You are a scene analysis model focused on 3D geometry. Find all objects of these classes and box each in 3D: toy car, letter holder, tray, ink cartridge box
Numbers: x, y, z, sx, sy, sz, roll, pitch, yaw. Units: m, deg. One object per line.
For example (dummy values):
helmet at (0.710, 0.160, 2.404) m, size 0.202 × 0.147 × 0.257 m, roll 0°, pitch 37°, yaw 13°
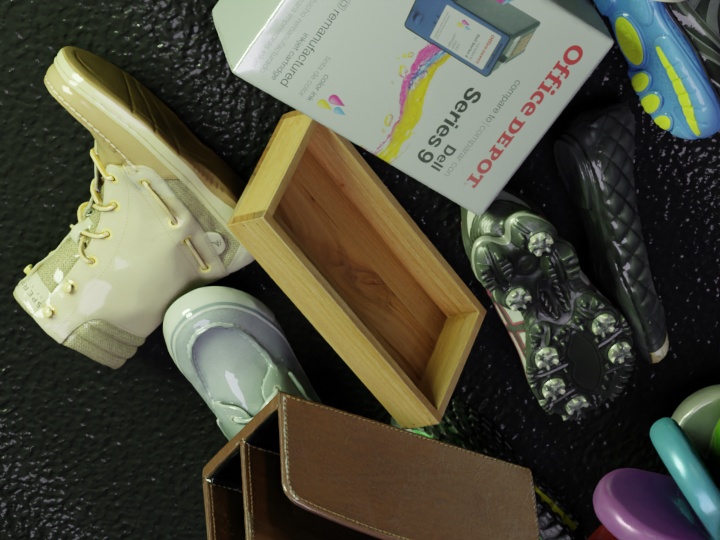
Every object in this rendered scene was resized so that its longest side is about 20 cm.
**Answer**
toy car at (0.225, 0.180, 1.776) m, size 0.149 × 0.175 × 0.201 m, roll 5°, pitch 119°, yaw -17°
letter holder at (0.010, 0.185, 1.660) m, size 0.199 × 0.143 × 0.101 m, roll 19°, pitch 136°, yaw -28°
tray at (0.000, 0.000, 1.673) m, size 0.037 × 0.099 × 0.200 m, roll -11°, pitch 131°, yaw 39°
ink cartridge box at (0.033, -0.148, 1.599) m, size 0.199 × 0.088 × 0.146 m, roll 29°, pitch 110°, yaw -27°

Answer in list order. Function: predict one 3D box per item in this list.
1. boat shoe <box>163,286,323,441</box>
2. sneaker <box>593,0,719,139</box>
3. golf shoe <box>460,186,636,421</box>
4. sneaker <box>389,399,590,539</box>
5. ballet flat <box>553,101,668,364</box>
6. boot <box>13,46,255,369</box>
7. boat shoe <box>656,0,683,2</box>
boat shoe at (-0.061, 0.087, 1.702) m, size 0.070 × 0.072 × 0.201 m, roll -32°, pitch 136°, yaw 4°
sneaker at (0.192, -0.182, 1.630) m, size 0.083 × 0.071 × 0.201 m, roll -40°, pitch 116°, yaw -38°
golf shoe at (0.123, 0.015, 1.721) m, size 0.077 × 0.088 × 0.200 m, roll -28°, pitch 131°, yaw 0°
sneaker at (0.081, 0.166, 1.798) m, size 0.085 × 0.078 × 0.200 m, roll -35°, pitch 120°, yaw 13°
ballet flat at (0.179, -0.019, 1.719) m, size 0.057 × 0.066 × 0.201 m, roll -29°, pitch 126°, yaw -14°
boot at (-0.166, -0.035, 1.632) m, size 0.155 × 0.073 × 0.200 m, roll -38°, pitch 130°, yaw 11°
boat shoe at (0.116, -0.225, 1.551) m, size 0.199 × 0.071 × 0.063 m, roll 29°, pitch 111°, yaw 7°
